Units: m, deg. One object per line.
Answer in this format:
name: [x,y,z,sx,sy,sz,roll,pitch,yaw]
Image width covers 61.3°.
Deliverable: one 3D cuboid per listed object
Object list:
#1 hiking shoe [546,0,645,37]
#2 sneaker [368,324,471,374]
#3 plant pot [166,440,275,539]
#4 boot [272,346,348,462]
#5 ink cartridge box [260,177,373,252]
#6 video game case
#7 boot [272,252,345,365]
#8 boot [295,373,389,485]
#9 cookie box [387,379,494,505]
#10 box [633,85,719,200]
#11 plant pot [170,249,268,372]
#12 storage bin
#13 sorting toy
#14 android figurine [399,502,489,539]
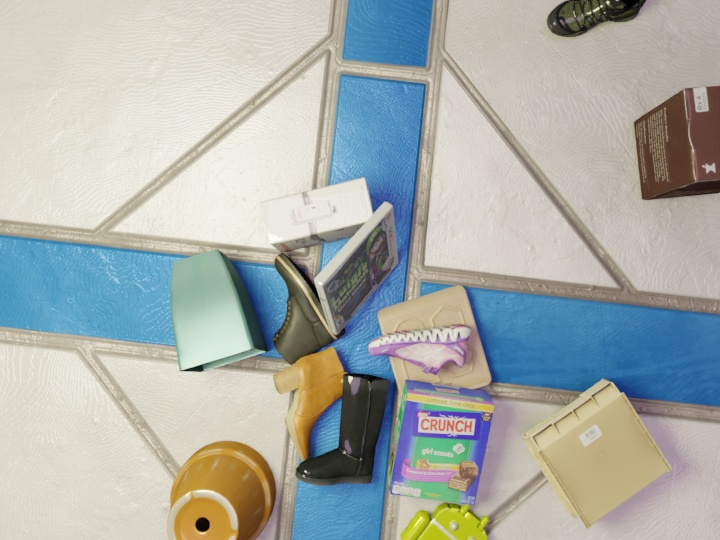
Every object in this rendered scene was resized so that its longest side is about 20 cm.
hiking shoe: [0.467,-0.523,1.194,0.197,0.101,0.077,-16,87,-1]
sneaker: [0.114,0.155,1.148,0.196,0.080,0.090,-5,91,0]
plant pot: [-0.264,0.434,1.111,0.196,0.183,0.204,0,87,0]
boot: [-0.079,0.261,1.180,0.142,0.071,0.205,-19,105,-19]
ink cartridge box: [-0.076,-0.100,1.152,0.197,0.147,0.084,-13,85,0]
video game case: [0.000,0.000,1.109,0.023,0.183,0.200,31,66,25]
boot: [-0.140,0.081,1.184,0.138,0.077,0.201,-36,87,3]
boot: [-0.033,0.296,1.152,0.163,0.065,0.204,8,95,-30]
cookie box: [0.148,0.323,1.148,0.168,0.075,0.204,9,100,-4]
box: [0.638,-0.233,1.133,0.161,0.200,0.169,-5,88,-1]
plant pot: [-0.277,0.073,1.152,0.139,0.141,0.203,-16,80,-1]
storage bin: [0.443,0.343,1.162,0.198,0.094,0.200,-33,87,-1]
sorting toy: [0.145,0.150,1.201,0.182,0.036,0.203,-17,83,-1]
android figurine: [0.168,0.542,1.180,0.182,0.041,0.201,41,90,2]
